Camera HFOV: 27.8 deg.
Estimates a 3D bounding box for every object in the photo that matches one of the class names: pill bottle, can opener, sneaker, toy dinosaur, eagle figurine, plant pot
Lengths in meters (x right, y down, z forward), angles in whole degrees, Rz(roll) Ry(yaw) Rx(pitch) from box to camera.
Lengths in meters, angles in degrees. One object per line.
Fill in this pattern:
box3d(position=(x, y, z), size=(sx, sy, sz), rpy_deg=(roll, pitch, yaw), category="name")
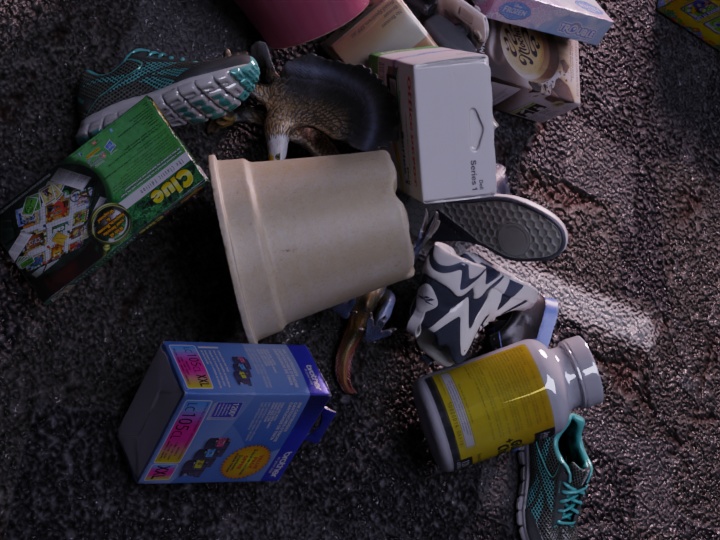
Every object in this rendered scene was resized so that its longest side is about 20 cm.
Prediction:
box3d(position=(0.166, 0.143, 1.635), size=(0.198, 0.112, 0.113), rpy_deg=(-19, 88, -5), category="pill bottle")
box3d(position=(0.072, -0.324, 1.723), size=(0.066, 0.053, 0.200), rpy_deg=(-34, 65, -28), category="can opener")
box3d(position=(0.170, -0.073, 1.701), size=(0.146, 0.201, 0.078), rpy_deg=(-30, 128, -53), category="sneaker")
box3d(position=(0.176, 0.113, 1.735), size=(0.077, 0.070, 0.202), rpy_deg=(20, 67, -13), category="sneaker")
box3d(position=(0.000, 0.000, 1.645), size=(0.104, 0.201, 0.182), rpy_deg=(25, 29, -9), category="toy dinosaur")
box3d(position=(-0.063, -0.159, 1.577), size=(0.198, 0.152, 0.152), rpy_deg=(15, 94, -5), category="eagle figurine")
box3d(position=(0.234, 0.255, 1.716), size=(0.077, 0.091, 0.202), rpy_deg=(1, 77, -34), category="sneaker")
box3d(position=(-0.045, -0.038, 1.484), size=(0.182, 0.200, 0.202), rpy_deg=(-12, 84, -2), category="plant pot")
box3d(position=(-0.082, -0.353, 1.606), size=(0.200, 0.199, 0.180), rpy_deg=(-44, 120, -35), category="plant pot")
box3d(position=(0.118, 0.051, 1.653), size=(0.199, 0.079, 0.130), rpy_deg=(15, 106, -60), category="sneaker")
box3d(position=(-0.202, -0.192, 1.478), size=(0.198, 0.078, 0.092), rpy_deg=(-17, 71, 5), category="sneaker")

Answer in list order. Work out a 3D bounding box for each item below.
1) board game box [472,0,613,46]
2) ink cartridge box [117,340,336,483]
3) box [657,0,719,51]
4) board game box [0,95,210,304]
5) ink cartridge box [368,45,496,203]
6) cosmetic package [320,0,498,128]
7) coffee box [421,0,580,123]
box3d(position=(0.190, -0.370, 1.813), size=(0.199, 0.044, 0.200), rpy_deg=(6, 40, -38), category="board game box")
box3d(position=(-0.123, 0.142, 1.454), size=(0.199, 0.137, 0.077), rpy_deg=(3, 42, -36), category="ink cartridge box")
box3d(position=(0.548, -0.438, 2.108), size=(0.192, 0.122, 0.202), rpy_deg=(26, 63, -28), category="box")
box3d(position=(-0.254, -0.068, 1.409), size=(0.199, 0.023, 0.105), rpy_deg=(-36, 81, 3), category="board game box")
box3d(position=(0.075, -0.160, 1.560), size=(0.083, 0.200, 0.146), rpy_deg=(-7, 103, -12), category="ink cartridge box")
box3d(position=(0.057, -0.217, 1.696), size=(0.103, 0.087, 0.200), rpy_deg=(-42, 105, 0), category="cosmetic package")
box3d(position=(0.176, -0.269, 1.822), size=(0.199, 0.080, 0.114), rpy_deg=(11, 71, -33), category="coffee box")
